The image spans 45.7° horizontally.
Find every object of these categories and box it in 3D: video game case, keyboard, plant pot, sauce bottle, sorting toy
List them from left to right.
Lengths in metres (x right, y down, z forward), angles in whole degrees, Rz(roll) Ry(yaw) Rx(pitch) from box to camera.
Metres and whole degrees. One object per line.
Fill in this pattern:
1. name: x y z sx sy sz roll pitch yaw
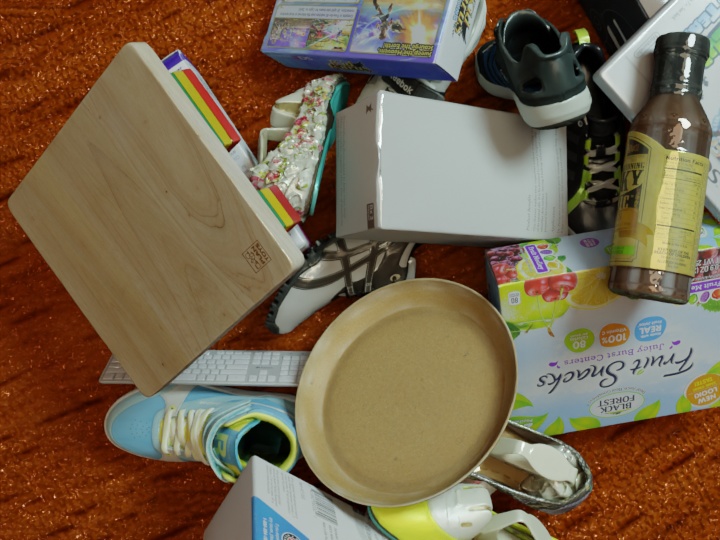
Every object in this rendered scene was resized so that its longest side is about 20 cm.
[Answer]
1. sorting toy: -0.154 -0.038 0.675 0.198 0.070 0.201 -39 87 32
2. keyboard: -0.136 0.090 0.792 0.198 0.056 0.011 1 111 1
3. video game case: 0.018 -0.267 0.757 0.199 0.045 0.183 15 87 36
4. plant pot: 0.038 0.100 0.708 0.198 0.028 0.202 -16 53 22
5. sauce bottle: 0.232 -0.077 0.652 0.064 0.065 0.202 9 86 1
6. video game case: 0.319 -0.161 0.691 0.200 0.024 0.182 -44 95 2

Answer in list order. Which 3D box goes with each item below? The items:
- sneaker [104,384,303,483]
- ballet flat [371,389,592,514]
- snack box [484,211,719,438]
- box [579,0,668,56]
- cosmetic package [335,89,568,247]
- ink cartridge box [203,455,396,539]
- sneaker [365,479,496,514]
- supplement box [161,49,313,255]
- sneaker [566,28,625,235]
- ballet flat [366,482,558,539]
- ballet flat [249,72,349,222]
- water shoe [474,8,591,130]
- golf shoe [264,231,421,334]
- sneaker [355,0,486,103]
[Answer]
1. sneaker: -0.139 0.141 0.751 0.198 0.131 0.081 0 90 1
2. ballet flat: 0.108 0.145 0.720 0.199 0.072 0.073 23 88 -3
3. snack box: 0.216 0.052 0.748 0.198 0.068 0.170 -8 120 1
4. box: 0.273 -0.245 0.763 0.105 0.122 0.201 -29 88 1
5. cosmetic package: 0.080 -0.080 0.738 0.198 0.081 0.114 4 84 -28
6. ink cartridge box: -0.016 0.246 0.646 0.199 0.147 0.086 33 98 -14
7. sneaker: 0.031 0.201 0.776 0.200 0.075 0.105 -37 90 -6
8. supplement box: -0.138 -0.077 0.773 0.103 0.101 0.201 -35 88 0
9. sneaker: 0.206 -0.116 0.780 0.071 0.083 0.202 -11 88 0
10. ballet flat: 0.100 0.214 0.712 0.199 0.067 0.067 32 122 -21
11. ballet flat: -0.053 -0.119 0.738 0.063 0.201 0.076 13 128 0
12. water shoe: 0.144 -0.186 0.727 0.071 0.200 0.080 -18 118 -2
13. golf shoe: 0.000 0.000 0.782 0.200 0.078 0.095 -44 88 0
14. sneaker: 0.049 -0.180 0.783 0.074 0.089 0.201 31 90 0
